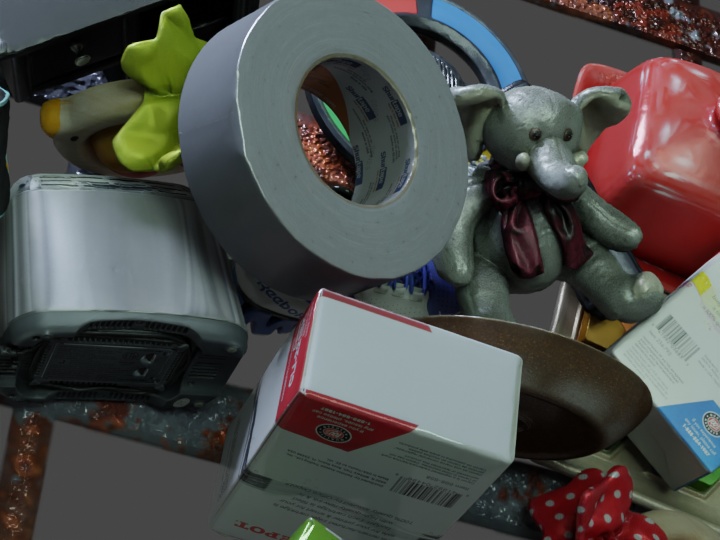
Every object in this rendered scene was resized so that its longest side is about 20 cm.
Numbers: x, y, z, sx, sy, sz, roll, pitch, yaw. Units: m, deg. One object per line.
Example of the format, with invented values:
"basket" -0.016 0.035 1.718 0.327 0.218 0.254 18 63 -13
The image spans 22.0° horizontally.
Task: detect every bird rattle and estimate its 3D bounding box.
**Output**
"bird rattle" 0.211 0.231 1.314 0.162 0.113 0.201 2 50 -38
"bird rattle" -0.134 -0.106 1.311 0.162 0.200 0.113 -8 81 15

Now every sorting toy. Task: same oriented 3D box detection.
"sorting toy" 0.227 0.092 1.426 0.184 0.037 0.201 23 55 -10

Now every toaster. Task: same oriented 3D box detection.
"toaster" -0.176 0.014 1.250 0.199 0.114 0.130 3 57 -22

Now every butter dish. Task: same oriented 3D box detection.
"butter dish" 0.273 -0.092 1.485 0.198 0.148 0.201 22 56 -10

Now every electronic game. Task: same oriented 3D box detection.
"electronic game" 0.048 -0.144 1.482 0.199 0.042 0.201 11 59 -18

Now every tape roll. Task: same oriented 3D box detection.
"tape roll" -0.022 -0.084 1.230 0.199 0.066 0.202 15 67 -38

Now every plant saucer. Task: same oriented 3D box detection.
"plant saucer" 0.100 0.089 1.276 0.199 0.200 0.037 20 66 -12

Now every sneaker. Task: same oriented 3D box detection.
"sneaker" -0.001 0.000 1.331 0.198 0.115 0.081 3 62 -23

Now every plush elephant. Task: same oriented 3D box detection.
"plush elephant" 0.127 -0.060 1.327 0.164 0.155 0.201 -9 47 -17

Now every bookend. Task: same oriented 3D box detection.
"bookend" -0.182 -0.172 1.325 0.199 0.199 0.092 -21 71 -16

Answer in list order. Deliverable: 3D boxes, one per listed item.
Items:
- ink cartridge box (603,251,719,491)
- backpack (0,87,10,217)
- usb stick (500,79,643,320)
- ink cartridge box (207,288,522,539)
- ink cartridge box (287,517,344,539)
"ink cartridge box" 0.277 0.057 1.394 0.200 0.067 0.116 -37 84 -25
"backpack" -0.324 -0.082 1.205 0.175 0.154 0.200 -4 26 -22
"usb stick" 0.155 -0.056 1.434 0.055 0.033 0.201 -27 73 -1
"ink cartridge box" -0.001 0.115 1.213 0.144 0.200 0.084 19 52 -12
"ink cartridge box" 0.009 0.265 1.162 0.199 0.148 0.076 34 53 -3
